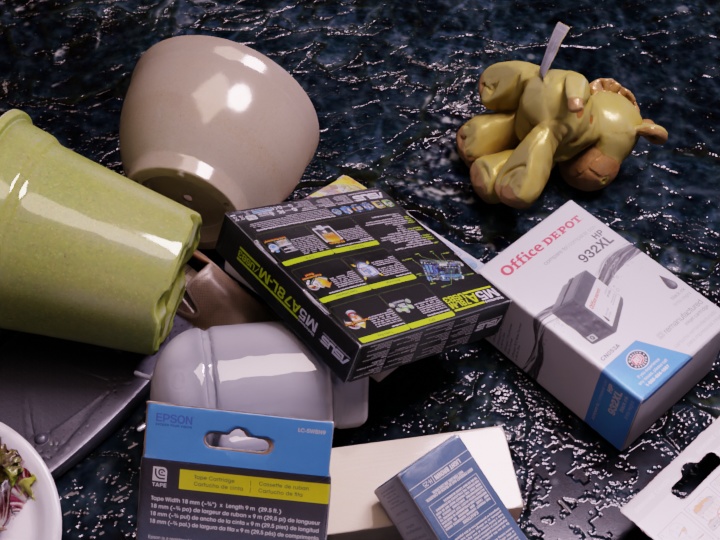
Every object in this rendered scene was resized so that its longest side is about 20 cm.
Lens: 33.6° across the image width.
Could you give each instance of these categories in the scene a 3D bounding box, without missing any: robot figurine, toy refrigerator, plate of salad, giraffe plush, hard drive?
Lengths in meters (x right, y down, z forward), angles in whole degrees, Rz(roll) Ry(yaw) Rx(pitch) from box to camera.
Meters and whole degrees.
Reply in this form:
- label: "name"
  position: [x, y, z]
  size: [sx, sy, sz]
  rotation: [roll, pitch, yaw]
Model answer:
- label: "robot figurine"
  position: [-0.093, 0.103, 1.022]
  size: [0.197, 0.114, 0.170]
  rotation: [-4, 26, -10]
- label: "toy refrigerator"
  position: [0.028, 0.191, 0.998]
  size: [0.197, 0.070, 0.077]
  rotation: [-7, 56, -8]
- label: "plate of salad"
  position: [-0.338, 0.205, 0.943]
  size: [0.197, 0.048, 0.202]
  rotation: [4, 67, -10]
- label: "giraffe plush"
  position: [0.223, -0.149, 1.263]
  size: [0.161, 0.201, 0.174]
  rotation: [13, 38, -32]
- label: "hard drive"
  position: [-0.258, 0.095, 1.078]
  size: [0.134, 0.043, 0.200]
  rotation: [28, 52, 19]

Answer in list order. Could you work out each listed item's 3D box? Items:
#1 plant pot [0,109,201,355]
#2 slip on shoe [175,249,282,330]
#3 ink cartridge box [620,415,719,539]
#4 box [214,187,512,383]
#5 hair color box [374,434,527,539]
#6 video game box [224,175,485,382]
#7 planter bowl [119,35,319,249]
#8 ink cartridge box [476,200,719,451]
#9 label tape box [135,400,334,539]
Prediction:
- label: "plant pot"
  position: [-0.243, -0.015, 1.039]
  size: [0.182, 0.201, 0.202]
  rotation: [18, 49, -3]
- label: "slip on shoe"
  position: [-0.147, 0.024, 1.134]
  size: [0.199, 0.061, 0.076]
  rotation: [36, 56, 25]
- label: "ink cartridge box"
  position: [0.339, 0.233, 1.000]
  size: [0.160, 0.050, 0.200]
  rotation: [-33, 55, -28]
- label: "box"
  position: [0.003, 0.004, 1.057]
  size: [0.199, 0.048, 0.193]
  rotation: [-14, 48, -44]
- label: "hair color box"
  position: [0.095, 0.230, 0.897]
  size: [0.060, 0.100, 0.201]
  rotation: [-30, 81, -17]
- label: "video game box"
  position: [0.000, 0.000, 1.153]
  size: [0.199, 0.047, 0.182]
  rotation: [35, 44, 23]
- label: "planter bowl"
  position: [-0.152, -0.108, 1.165]
  size: [0.198, 0.201, 0.136]
  rotation: [12, 55, 7]
- label: "ink cartridge box"
  position: [0.221, 0.047, 1.124]
  size: [0.145, 0.084, 0.200]
  rotation: [-34, 59, -28]
- label: "label tape box"
  position: [-0.095, 0.197, 0.904]
  size: [0.142, 0.203, 0.063]
  rotation: [6, 8, 1]
